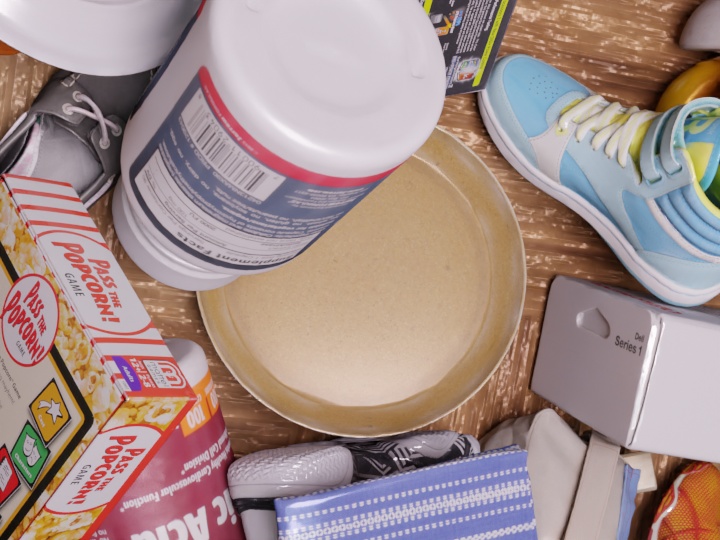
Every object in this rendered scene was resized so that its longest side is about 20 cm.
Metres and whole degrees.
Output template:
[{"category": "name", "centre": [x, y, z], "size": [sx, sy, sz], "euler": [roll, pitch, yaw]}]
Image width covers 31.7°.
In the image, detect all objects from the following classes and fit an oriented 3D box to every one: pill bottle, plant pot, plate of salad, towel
[{"category": "pill bottle", "centre": [-0.054, -0.066, 0.643], "size": [0.119, 0.200, 0.120], "euler": [11, 65, -25]}, {"category": "plant pot", "centre": [0.000, 0.000, 0.765], "size": [0.200, 0.027, 0.201], "euler": [1, 82, -8]}, {"category": "plate of salad", "centre": [-0.156, -0.189, 0.638], "size": [0.200, 0.048, 0.200], "euler": [20, 60, -41]}, {"category": "towel", "centre": [0.034, 0.200, 0.667], "size": [0.145, 0.024, 0.200], "euler": [-10, 98, -20]}, {"category": "pill bottle", "centre": [-0.119, 0.150, 0.734], "size": [0.114, 0.114, 0.200], "euler": [-18, 103, -13]}]

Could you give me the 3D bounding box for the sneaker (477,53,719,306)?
[{"category": "sneaker", "centre": [0.161, -0.081, 0.743], "size": [0.200, 0.131, 0.080], "euler": [43, 65, 9]}]

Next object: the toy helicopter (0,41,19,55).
[{"category": "toy helicopter", "centre": [-0.196, -0.217, 0.669], "size": [0.132, 0.079, 0.200], "euler": [-37, 120, -31]}]

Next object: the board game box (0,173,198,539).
[{"category": "board game box", "centre": [-0.183, 0.076, 0.648], "size": [0.046, 0.152, 0.200], "euler": [6, 131, -50]}]

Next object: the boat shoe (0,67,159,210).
[{"category": "boat shoe", "centre": [-0.176, -0.052, 0.714], "size": [0.067, 0.057, 0.200], "euler": [41, 86, -18]}]

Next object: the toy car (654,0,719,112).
[{"category": "toy car", "centre": [0.295, -0.088, 0.800], "size": [0.200, 0.150, 0.175], "euler": [-2, 99, -16]}]

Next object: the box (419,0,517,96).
[{"category": "box", "centre": [0.010, -0.160, 0.687], "size": [0.160, 0.200, 0.044], "euler": [-12, 64, -14]}]

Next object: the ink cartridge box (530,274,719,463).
[{"category": "ink cartridge box", "centre": [0.229, 0.070, 0.808], "size": [0.200, 0.145, 0.084], "euler": [11, 95, -18]}]

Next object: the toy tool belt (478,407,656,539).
[{"category": "toy tool belt", "centre": [0.129, 0.195, 0.799], "size": [0.123, 0.125, 0.200], "euler": [21, 68, -20]}]

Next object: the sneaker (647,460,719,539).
[{"category": "sneaker", "centre": [0.219, 0.212, 0.826], "size": [0.077, 0.200, 0.073], "euler": [6, 138, 21]}]

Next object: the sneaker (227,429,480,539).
[{"category": "sneaker", "centre": [0.003, 0.157, 0.755], "size": [0.200, 0.075, 0.115], "euler": [0, 85, -50]}]
